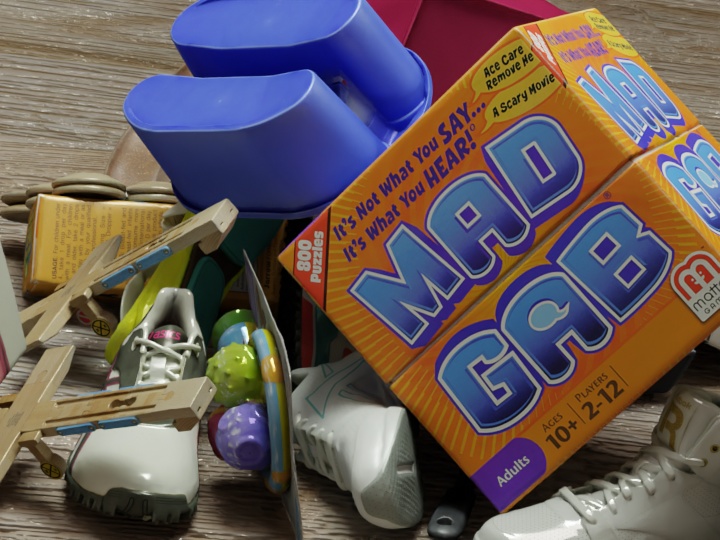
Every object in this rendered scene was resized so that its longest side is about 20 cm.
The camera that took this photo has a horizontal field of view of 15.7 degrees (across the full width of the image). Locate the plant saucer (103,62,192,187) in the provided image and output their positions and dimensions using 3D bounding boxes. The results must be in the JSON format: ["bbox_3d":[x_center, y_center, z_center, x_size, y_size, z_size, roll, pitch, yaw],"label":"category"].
[{"bbox_3d":[-0.102,-0.113,1.885,0.037,0.200,0.200,45,7,-23],"label":"plant saucer"}]

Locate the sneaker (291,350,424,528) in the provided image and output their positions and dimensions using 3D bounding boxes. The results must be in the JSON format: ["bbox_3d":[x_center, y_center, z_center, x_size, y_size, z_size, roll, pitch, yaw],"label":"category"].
[{"bbox_3d":[-0.005,0.103,1.542,0.080,0.071,0.200,-8,18,1],"label":"sneaker"}]

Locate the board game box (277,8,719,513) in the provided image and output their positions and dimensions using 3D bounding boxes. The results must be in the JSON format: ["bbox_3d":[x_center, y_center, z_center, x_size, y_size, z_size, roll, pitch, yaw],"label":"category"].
[{"bbox_3d":[0.113,-0.012,1.554,0.200,0.200,0.200,48,19,5],"label":"board game box"}]

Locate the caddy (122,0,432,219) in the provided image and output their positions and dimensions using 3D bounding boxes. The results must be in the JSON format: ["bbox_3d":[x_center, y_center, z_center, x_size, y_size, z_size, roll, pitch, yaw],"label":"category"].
[{"bbox_3d":[-0.049,-0.100,1.630,0.200,0.105,0.141,2,53,42],"label":"caddy"}]

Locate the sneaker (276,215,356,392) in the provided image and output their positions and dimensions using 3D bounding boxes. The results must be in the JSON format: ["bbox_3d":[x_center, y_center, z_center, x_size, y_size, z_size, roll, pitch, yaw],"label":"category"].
[{"bbox_3d":[0.000,0.000,1.703,0.093,0.070,0.200,13,59,-12],"label":"sneaker"}]

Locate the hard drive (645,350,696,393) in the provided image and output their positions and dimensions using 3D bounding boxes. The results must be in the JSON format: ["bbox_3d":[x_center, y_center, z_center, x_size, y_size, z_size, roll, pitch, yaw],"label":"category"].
[{"bbox_3d":[0.124,0.036,1.800,0.135,0.042,0.200,-2,22,-30],"label":"hard drive"}]

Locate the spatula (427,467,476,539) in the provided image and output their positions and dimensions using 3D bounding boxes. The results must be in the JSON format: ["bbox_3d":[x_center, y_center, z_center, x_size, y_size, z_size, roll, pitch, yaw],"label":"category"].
[{"bbox_3d":[0.064,0.122,1.563,0.056,0.021,0.200,6,20,8],"label":"spatula"}]

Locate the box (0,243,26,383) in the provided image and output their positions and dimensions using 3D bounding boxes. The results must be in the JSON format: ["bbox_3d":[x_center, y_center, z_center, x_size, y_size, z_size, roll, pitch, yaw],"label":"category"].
[{"bbox_3d":[-0.281,0.041,1.457,0.128,0.109,0.200,-10,16,12],"label":"box"}]

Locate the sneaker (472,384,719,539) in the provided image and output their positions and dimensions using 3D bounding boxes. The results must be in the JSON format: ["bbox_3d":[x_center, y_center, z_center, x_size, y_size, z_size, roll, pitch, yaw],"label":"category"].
[{"bbox_3d":[0.157,0.117,1.482,0.200,0.116,0.074,-3,25,-28],"label":"sneaker"}]

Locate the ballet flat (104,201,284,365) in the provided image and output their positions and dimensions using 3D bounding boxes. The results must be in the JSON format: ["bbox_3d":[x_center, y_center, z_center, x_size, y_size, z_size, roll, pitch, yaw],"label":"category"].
[{"bbox_3d":[-0.108,-0.009,1.690,0.067,0.067,0.200,2,51,33],"label":"ballet flat"}]

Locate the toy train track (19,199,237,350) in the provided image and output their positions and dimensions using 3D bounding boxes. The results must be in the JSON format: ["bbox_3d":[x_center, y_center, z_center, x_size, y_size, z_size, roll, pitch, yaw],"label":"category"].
[{"bbox_3d":[-0.144,0.010,1.616,0.200,0.033,0.115,-27,20,39],"label":"toy train track"}]

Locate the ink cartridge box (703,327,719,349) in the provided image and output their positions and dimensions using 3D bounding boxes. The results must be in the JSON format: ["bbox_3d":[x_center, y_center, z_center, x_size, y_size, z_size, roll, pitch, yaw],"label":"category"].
[{"bbox_3d":[0.213,-0.014,1.822,0.200,0.084,0.146,24,9,-35],"label":"ink cartridge box"}]

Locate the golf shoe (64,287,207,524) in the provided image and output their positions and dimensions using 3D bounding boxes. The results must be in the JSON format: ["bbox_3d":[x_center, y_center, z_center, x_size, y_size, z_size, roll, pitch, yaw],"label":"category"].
[{"bbox_3d":[-0.125,0.079,1.505,0.077,0.088,0.200,9,21,-5],"label":"golf shoe"}]

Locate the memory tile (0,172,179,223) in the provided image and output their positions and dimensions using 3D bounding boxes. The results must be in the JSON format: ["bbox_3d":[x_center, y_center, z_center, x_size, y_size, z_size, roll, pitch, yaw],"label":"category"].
[{"bbox_3d":[-0.139,-0.042,1.816,0.200,0.017,0.153,6,-10,-26],"label":"memory tile"}]

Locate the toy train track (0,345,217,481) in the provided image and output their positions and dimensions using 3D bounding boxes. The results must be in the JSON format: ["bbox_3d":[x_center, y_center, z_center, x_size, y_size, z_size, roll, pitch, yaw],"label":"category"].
[{"bbox_3d":[-0.154,0.089,1.449,0.200,0.033,0.115,-11,38,39],"label":"toy train track"}]

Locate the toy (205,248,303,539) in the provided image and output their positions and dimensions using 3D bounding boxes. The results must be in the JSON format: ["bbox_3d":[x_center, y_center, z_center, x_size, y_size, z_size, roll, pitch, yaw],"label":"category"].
[{"bbox_3d":[-0.067,0.076,1.507,0.047,0.115,0.200,-6,22,-4],"label":"toy"}]

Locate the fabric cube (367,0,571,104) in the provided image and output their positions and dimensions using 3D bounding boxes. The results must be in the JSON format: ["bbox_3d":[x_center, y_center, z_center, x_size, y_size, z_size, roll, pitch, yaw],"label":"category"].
[{"bbox_3d":[0.045,-0.129,1.943,0.196,0.200,0.199,15,14,-34],"label":"fabric cube"}]

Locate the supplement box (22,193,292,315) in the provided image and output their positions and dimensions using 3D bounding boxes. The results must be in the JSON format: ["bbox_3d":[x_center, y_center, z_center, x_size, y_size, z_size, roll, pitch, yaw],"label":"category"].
[{"bbox_3d":[-0.125,-0.010,1.757,0.200,0.069,0.067,3,-9,-13],"label":"supplement box"}]
